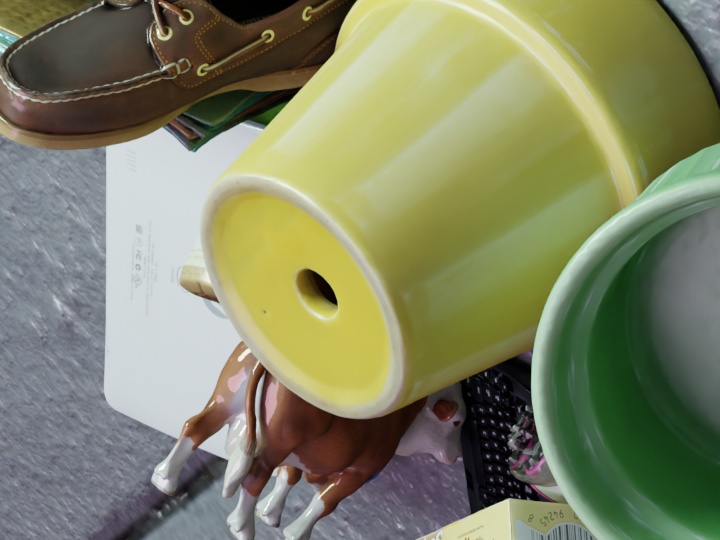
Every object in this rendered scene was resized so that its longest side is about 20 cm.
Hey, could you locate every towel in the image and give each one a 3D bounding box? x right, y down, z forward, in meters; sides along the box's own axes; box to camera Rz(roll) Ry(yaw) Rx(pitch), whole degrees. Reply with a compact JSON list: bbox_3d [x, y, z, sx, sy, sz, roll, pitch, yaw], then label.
[{"bbox_3d":[-0.130,-0.123,1.452,0.200,0.147,0.022,25,116,16],"label":"towel"}]

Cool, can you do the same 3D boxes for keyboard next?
[{"bbox_3d":[0.086,0.136,1.548,0.104,0.040,0.200,24,137,39],"label":"keyboard"}]

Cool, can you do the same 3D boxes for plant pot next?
[{"bbox_3d":[0.037,-0.032,1.318,0.201,0.189,0.201,31,141,29],"label":"plant pot"}]

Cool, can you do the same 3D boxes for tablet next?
[{"bbox_3d":[-0.087,0.004,1.527,0.130,0.014,0.200,20,122,31],"label":"tablet"}]

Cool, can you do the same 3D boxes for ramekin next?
[{"bbox_3d":[0.179,0.038,1.216,0.200,0.098,0.200,6,112,14],"label":"ramekin"}]

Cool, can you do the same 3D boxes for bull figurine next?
[{"bbox_3d":[-0.021,0.085,1.480,0.065,0.121,0.200,37,-175,33],"label":"bull figurine"}]

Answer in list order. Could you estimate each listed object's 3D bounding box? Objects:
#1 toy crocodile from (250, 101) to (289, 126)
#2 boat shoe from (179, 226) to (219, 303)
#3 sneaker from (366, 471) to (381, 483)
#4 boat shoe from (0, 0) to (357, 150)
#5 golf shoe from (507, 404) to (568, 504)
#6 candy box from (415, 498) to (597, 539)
[{"bbox_3d":[-0.057,-0.074,1.515,0.200,0.062,0.068,41,145,19],"label":"toy crocodile"},{"bbox_3d":[0.000,0.000,1.440,0.074,0.200,0.069,10,85,46],"label":"boat shoe"},{"bbox_3d":[-0.048,0.041,1.587,0.077,0.085,0.200,5,124,50],"label":"sneaker"},{"bbox_3d":[-0.084,-0.115,1.356,0.070,0.200,0.070,52,145,27],"label":"boat shoe"},{"bbox_3d":[0.123,0.085,1.371,0.092,0.073,0.200,36,-176,3],"label":"golf shoe"},{"bbox_3d":[0.129,0.153,1.372,0.115,0.200,0.055,-31,55,58],"label":"candy box"}]
